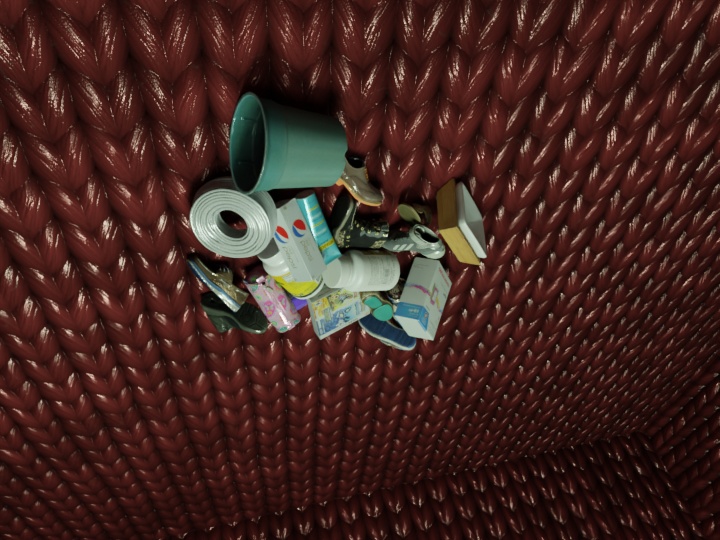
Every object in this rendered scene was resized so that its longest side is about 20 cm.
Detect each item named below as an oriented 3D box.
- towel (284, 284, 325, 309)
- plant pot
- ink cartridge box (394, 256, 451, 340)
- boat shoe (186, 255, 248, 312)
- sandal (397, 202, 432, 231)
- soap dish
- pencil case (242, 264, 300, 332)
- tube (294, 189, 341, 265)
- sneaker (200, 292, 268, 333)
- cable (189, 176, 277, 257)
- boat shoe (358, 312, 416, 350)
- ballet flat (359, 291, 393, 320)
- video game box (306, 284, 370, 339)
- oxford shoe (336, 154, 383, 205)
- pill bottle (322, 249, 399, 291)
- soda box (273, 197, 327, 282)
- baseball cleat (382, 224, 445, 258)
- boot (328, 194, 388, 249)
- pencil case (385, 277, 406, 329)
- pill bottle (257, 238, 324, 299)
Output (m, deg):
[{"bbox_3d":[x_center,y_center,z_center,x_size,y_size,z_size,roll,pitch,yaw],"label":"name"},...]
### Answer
[{"bbox_3d":[-0.179,0.070,1.722,0.200,0.023,0.144,-27,150,11],"label":"towel"},{"bbox_3d":[-0.145,-0.252,1.227,0.196,0.200,0.200,-1,140,-32],"label":"plant pot"},{"bbox_3d":[0.187,0.082,1.745,0.085,0.200,0.145,7,154,29],"label":"ink cartridge box"},{"bbox_3d":[-0.374,0.021,1.563,0.072,0.072,0.200,-47,128,-13],"label":"boat shoe"},{"bbox_3d":[0.159,-0.143,1.589,0.070,0.078,0.212,-48,151,-11],"label":"sandal"},{"bbox_3d":[0.267,-0.123,1.575,0.081,0.158,0.200,-14,146,23],"label":"soap dish"},{"bbox_3d":[-0.241,0.078,1.626,0.087,0.087,0.200,-22,124,6],"label":"pencil case"},{"bbox_3d":[-0.108,-0.101,1.470,0.077,0.050,0.200,-31,122,-19],"label":"tube"},{"bbox_3d":[-0.348,0.135,1.663,0.199,0.076,0.114,18,149,8],"label":"sneaker"},{"bbox_3d":[-0.293,-0.121,1.368,0.200,0.069,0.200,17,129,-3],"label":"cable"},{"bbox_3d":[0.081,0.202,1.881,0.072,0.200,0.072,-54,162,-21],"label":"boat shoe"},{"bbox_3d":[0.048,0.089,1.758,0.070,0.065,0.200,-23,151,6],"label":"ballet flat"},{"bbox_3d":[-0.062,0.101,1.766,0.182,0.047,0.200,-29,145,-16],"label":"video game box"},{"bbox_3d":[-0.003,-0.219,1.412,0.073,0.071,0.200,-41,136,20],"label":"oxford shoe"},{"bbox_3d":[0.000,0.000,1.616,0.200,0.114,0.114,-1,141,-39],"label":"pill bottle"},{"bbox_3d":[-0.159,-0.072,1.440,0.068,0.064,0.200,-4,118,42],"label":"soda box"},{"bbox_3d":[0.129,-0.090,1.562,0.200,0.070,0.106,12,150,28],"label":"baseball cleat"},{"bbox_3d":[0.001,-0.119,1.531,0.150,0.073,0.200,0,143,-20],"label":"boot"},{"bbox_3d":[0.128,0.112,1.854,0.078,0.090,0.200,-17,143,0],"label":"pencil case"},{"bbox_3d":[-0.184,-0.015,1.555,0.112,0.113,0.200,-27,141,12],"label":"pill bottle"}]
